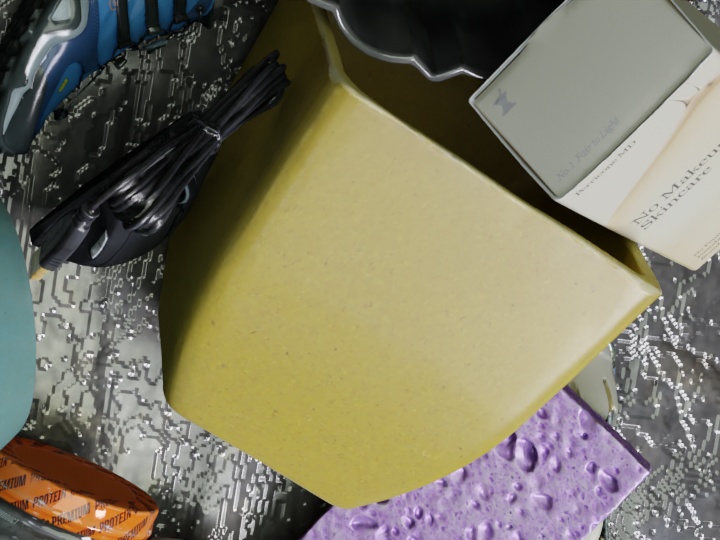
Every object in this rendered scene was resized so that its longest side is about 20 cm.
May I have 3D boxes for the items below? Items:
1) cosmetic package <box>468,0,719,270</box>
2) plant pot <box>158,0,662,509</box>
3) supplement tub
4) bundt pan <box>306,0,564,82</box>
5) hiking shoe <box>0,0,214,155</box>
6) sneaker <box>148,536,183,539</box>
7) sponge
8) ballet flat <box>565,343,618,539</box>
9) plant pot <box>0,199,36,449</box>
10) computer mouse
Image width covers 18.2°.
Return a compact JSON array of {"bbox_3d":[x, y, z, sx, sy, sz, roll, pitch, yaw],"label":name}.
[{"bbox_3d":[0.146,-0.072,1.095,0.104,0.200,0.073,-45,66,14],"label":"cosmetic package"},{"bbox_3d":[0.000,0.000,1.141,0.195,0.194,0.200,31,107,-19],"label":"plant pot"},{"bbox_3d":[-0.186,0.194,1.154,0.122,0.123,0.200,22,93,-18],"label":"supplement tub"},{"bbox_3d":[0.056,-0.195,1.064,0.202,0.076,0.202,-3,121,-6],"label":"bundt pan"},{"bbox_3d":[-0.116,-0.135,1.136,0.087,0.074,0.200,33,90,-18],"label":"hiking shoe"},{"bbox_3d":[-0.068,0.234,1.206,0.095,0.079,0.200,-43,108,-28],"label":"sneaker"},{"bbox_3d":[0.049,0.139,1.216,0.112,0.030,0.200,43,101,3],"label":"sponge"},{"bbox_3d":[0.117,0.092,1.249,0.074,0.074,0.200,-4,101,-15],"label":"ballet flat"},{"bbox_3d":[-0.248,0.028,1.073,0.161,0.201,0.201,-7,102,-25],"label":"plant pot"},{"bbox_3d":[-0.113,-0.024,1.081,0.046,0.200,0.140,52,51,-8],"label":"computer mouse"}]
